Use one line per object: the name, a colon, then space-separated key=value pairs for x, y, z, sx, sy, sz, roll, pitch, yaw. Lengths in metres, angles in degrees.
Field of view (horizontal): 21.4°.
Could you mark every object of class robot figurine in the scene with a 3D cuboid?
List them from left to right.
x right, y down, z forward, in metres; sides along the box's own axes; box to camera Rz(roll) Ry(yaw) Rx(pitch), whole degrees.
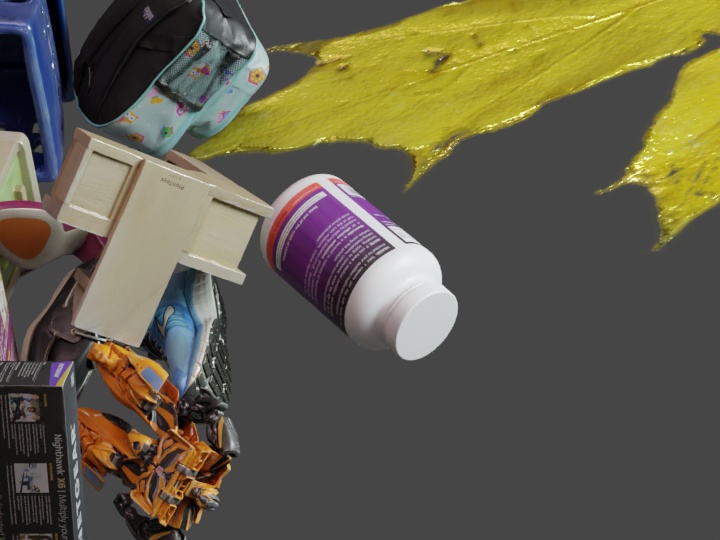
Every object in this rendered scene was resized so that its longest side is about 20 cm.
robot figurine: x=-0.189 y=0.152 z=1.675 sx=0.200 sy=0.058 sz=0.146 roll=37 pitch=99 yaw=43

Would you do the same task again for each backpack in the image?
backpack: x=-0.206 y=-0.223 z=2.035 sx=0.200 sy=0.153 sz=0.176 roll=-41 pitch=46 yaw=13

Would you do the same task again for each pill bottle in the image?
pill bottle: x=0.000 y=0.000 z=1.828 sx=0.112 sy=0.113 sz=0.200 roll=-29 pitch=49 yaw=-26

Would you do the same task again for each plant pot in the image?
plant pot: x=-0.409 y=-0.224 z=2.029 sx=0.199 sy=0.201 sz=0.180 roll=3 pitch=38 yaw=6

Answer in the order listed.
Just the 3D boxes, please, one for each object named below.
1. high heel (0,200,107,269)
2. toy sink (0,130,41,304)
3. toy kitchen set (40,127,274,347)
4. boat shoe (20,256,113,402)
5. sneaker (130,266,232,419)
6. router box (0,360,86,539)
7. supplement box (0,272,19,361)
high heel: x=-0.316 y=-0.052 z=1.865 sx=0.096 sy=0.068 sz=0.200 roll=44 pitch=20 yaw=31
toy sink: x=-0.386 y=-0.064 z=1.901 sx=0.111 sy=0.131 sz=0.201 roll=4 pitch=42 yaw=7
toy kitchen set: x=-0.227 y=-0.037 z=1.786 sx=0.199 sy=0.164 sz=0.180 roll=21 pitch=7 yaw=-33
boat shoe: x=-0.264 y=0.058 z=1.796 sx=0.067 sy=0.072 sz=0.201 roll=-23 pitch=32 yaw=33
sneaker: x=-0.172 y=0.074 z=1.798 sx=0.089 sy=0.079 sz=0.200 roll=-13 pitch=34 yaw=3
router box: x=-0.313 y=0.175 z=1.590 sx=0.156 sy=0.201 sz=0.052 roll=1 pitch=21 yaw=2
supplement box: x=-0.361 y=0.090 z=1.684 sx=0.102 sy=0.201 sz=0.131 roll=-3 pitch=42 yaw=-1
